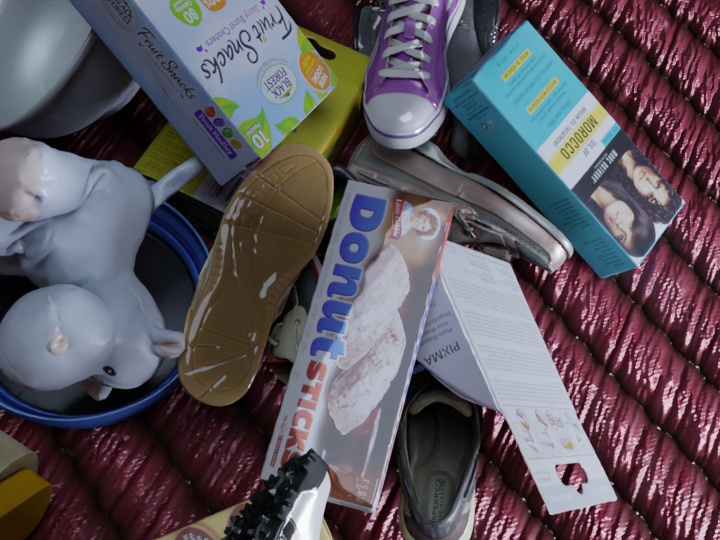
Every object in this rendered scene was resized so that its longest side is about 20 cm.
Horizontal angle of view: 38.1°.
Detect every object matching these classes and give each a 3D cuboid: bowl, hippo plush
[{"bbox_3d":[-0.208,0.026,0.791,0.200,0.039,0.201,2,61,-4],"label":"bowl"},{"bbox_3d":[-0.232,-0.186,0.851,0.201,0.090,0.202,-19,58,33],"label":"bowl"},{"bbox_3d":[-0.204,0.011,0.721,0.200,0.159,0.161,-2,74,-54],"label":"hippo plush"}]

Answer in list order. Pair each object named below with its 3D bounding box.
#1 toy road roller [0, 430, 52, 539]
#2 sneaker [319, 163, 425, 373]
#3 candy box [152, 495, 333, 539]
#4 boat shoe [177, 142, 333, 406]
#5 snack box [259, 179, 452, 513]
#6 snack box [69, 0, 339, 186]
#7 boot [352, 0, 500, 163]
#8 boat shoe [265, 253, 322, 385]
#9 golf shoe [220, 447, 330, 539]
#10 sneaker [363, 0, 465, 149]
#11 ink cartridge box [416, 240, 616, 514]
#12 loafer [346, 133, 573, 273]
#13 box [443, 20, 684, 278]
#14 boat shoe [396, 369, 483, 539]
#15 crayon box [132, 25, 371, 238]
[{"bbox_3d":[-0.310,0.184,0.668,0.123,0.146,0.200,30,26,11],"label":"toy road roller"},{"bbox_3d":[0.000,0.000,0.781,0.071,0.083,0.200,-27,51,10],"label":"sneaker"},{"bbox_3d":[-0.117,0.207,0.658,0.199,0.117,0.057,-22,66,-16],"label":"candy box"},{"bbox_3d":[-0.082,0.002,0.752,0.074,0.069,0.201,29,73,-14],"label":"boat shoe"},{"bbox_3d":[0.000,0.044,0.654,0.072,0.024,0.201,13,73,10],"label":"snack box"},{"bbox_3d":[-0.118,-0.181,0.767,0.200,0.053,0.142,52,40,-13],"label":"snack box"},{"bbox_3d":[0.055,-0.178,0.920,0.131,0.070,0.201,4,54,4],"label":"boot"},{"bbox_3d":[-0.038,0.067,0.769,0.062,0.071,0.201,-16,63,-4],"label":"boat shoe"},{"bbox_3d":[-0.044,0.202,0.575,0.094,0.078,0.201,26,70,-15],"label":"golf shoe"},{"bbox_3d":[0.038,-0.203,0.836,0.072,0.114,0.201,5,62,11],"label":"sneaker"},{"bbox_3d":[0.097,0.077,0.731,0.057,0.162,0.201,-26,71,23],"label":"ink cartridge box"},{"bbox_3d":[0.076,-0.049,0.849,0.200,0.072,0.063,36,81,21],"label":"loafer"},{"bbox_3d":[0.165,-0.095,0.841,0.200,0.049,0.082,46,65,-9],"label":"box"},{"bbox_3d":[0.060,0.102,0.759,0.073,0.065,0.201,0,61,-3],"label":"boat shoe"},{"bbox_3d":[-0.082,-0.118,0.873,0.127,0.051,0.200,26,63,9],"label":"crayon box"}]
